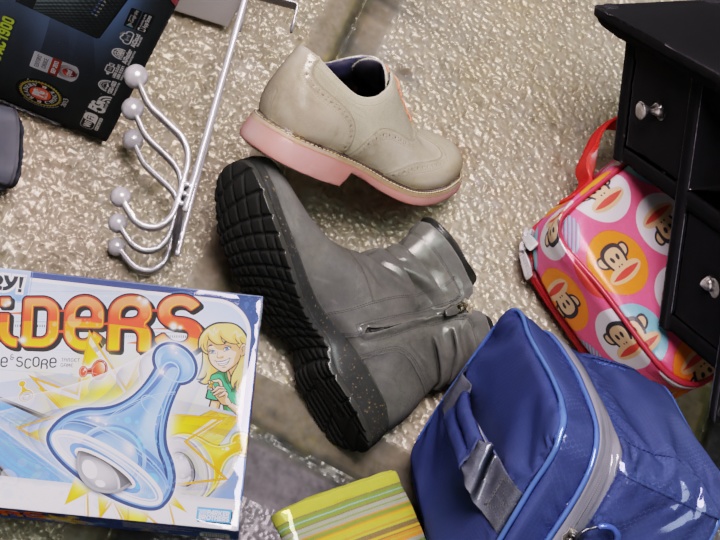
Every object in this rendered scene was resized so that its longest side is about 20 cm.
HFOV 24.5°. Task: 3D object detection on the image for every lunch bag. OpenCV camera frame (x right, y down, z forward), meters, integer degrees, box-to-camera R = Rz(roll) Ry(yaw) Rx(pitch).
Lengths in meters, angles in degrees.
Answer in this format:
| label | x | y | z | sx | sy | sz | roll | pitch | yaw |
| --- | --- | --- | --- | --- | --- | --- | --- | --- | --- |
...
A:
| label | x | y | z | sx | sy | sz | roll | pitch | yaw |
| --- | --- | --- | --- | --- | --- | --- | --- | --- | --- |
| lunch bag | 0.105 | 0.121 | 0.945 | 0.132 | 0.200 | 0.136 | 26 | 105 | -14 |
| lunch bag | 0.209 | -0.023 | 1.114 | 0.200 | 0.082 | 0.176 | -34 | 85 | -28 |

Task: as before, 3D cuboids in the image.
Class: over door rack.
| label | x | y | z | sx | sy | sz | roll | pitch | yaw |
| --- | --- | --- | --- | --- | --- | --- | --- | --- | --- |
| over door rack | -0.096 | -0.105 | 0.963 | 0.066 | 0.148 | 0.201 | 27 | 77 | -4 |

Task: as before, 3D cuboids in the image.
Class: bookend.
| label | x | y | z | sx | sy | sz | roll | pitch | yaw |
| --- | --- | --- | --- | --- | --- | --- | --- | --- | --- |
| bookend | 0.218 | -0.045 | 1.020 | 0.092 | 0.200 | 0.200 | -6 | 116 | -19 |

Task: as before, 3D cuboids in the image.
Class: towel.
| label | x | y | z | sx | sy | sz | roll | pitch | yaw |
| --- | --- | --- | --- | --- | --- | --- | --- | --- | --- |
| towel | 0.021 | 0.214 | 0.921 | 0.086 | 0.018 | 0.201 | -14 | 74 | -34 |

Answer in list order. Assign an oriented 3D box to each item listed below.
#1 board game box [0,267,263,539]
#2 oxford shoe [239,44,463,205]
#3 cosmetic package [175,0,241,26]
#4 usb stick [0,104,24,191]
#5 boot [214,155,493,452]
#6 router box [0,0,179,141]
| label | x | y | z | sx | sy | sz | roll | pitch | yaw |
| --- | --- | --- | --- | --- | --- | --- | --- | --- | --- |
| board game box | -0.159 | 0.072 | 0.924 | 0.199 | 0.034 | 0.136 | 6 | 72 | -3 |
| oxford shoe | 0.013 | -0.089 | 1.020 | 0.071 | 0.074 | 0.200 | 34 | 15 | 30 |
| cosmetic package | -0.157 | -0.243 | 1.048 | 0.199 | 0.085 | 0.108 | 13 | 63 | -16 |
| usb stick | -0.277 | -0.086 | 0.928 | 0.199 | 0.033 | 0.056 | 13 | 79 | -43 |
| boot | 0.000 | 0.000 | 1.021 | 0.130 | 0.068 | 0.201 | -35 | 106 | -32 |
| router box | -0.182 | -0.167 | 0.941 | 0.149 | 0.200 | 0.062 | 22 | 59 | -12 |
